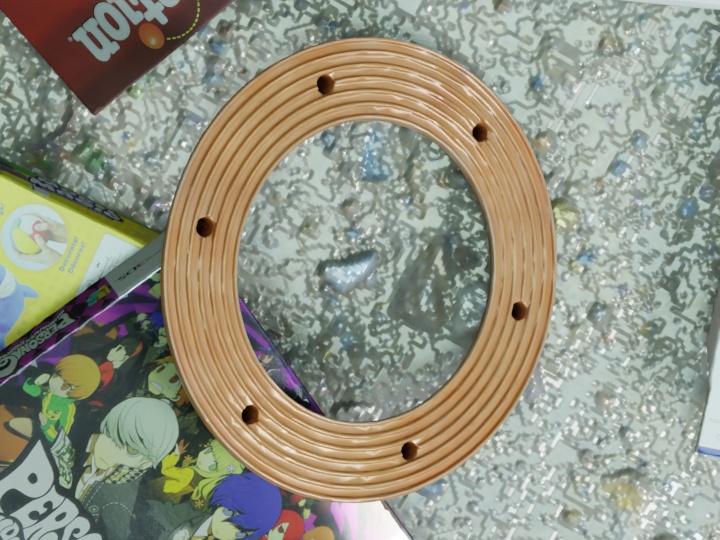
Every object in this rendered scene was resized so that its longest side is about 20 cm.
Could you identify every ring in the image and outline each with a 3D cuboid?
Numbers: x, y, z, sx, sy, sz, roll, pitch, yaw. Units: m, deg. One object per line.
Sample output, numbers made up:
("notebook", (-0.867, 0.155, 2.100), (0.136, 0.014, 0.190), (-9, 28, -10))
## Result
("ring", (0.000, 0.000, 1.175), (0.200, 0.019, 0.201), (-2, 94, -32))

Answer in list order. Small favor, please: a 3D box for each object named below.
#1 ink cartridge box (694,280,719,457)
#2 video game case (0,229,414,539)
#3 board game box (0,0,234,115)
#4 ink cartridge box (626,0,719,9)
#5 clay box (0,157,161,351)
("ink cartridge box", (0.212, -0.009, 1.205), (0.094, 0.037, 0.201), (11, 96, -2))
("video game case", (-0.093, 0.109, 1.188), (0.181, 0.036, 0.200), (-36, 113, -4))
("board game box", (-0.086, -0.151, 1.137), (0.103, 0.019, 0.200), (48, 133, -8))
("ink cartridge box", (0.111, -0.174, 1.165), (0.199, 0.068, 0.115), (5, 99, 0))
("clay box", (-0.178, 0.006, 1.205), (0.200, 0.048, 0.115), (26, 99, -3))
